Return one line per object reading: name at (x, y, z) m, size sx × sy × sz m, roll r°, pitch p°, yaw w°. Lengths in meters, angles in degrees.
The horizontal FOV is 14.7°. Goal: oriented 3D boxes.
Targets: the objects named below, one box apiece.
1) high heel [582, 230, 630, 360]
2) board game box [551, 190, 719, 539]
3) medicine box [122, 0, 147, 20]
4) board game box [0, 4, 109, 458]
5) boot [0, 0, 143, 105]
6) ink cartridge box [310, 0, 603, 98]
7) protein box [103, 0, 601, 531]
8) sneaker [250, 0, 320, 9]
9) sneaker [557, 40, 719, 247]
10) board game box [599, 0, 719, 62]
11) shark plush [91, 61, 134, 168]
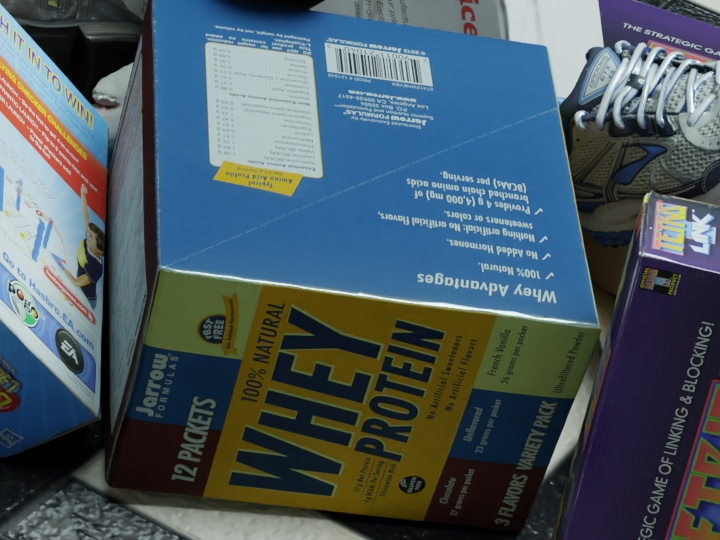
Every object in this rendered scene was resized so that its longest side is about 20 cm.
high heel at (0.117, 0.011, 1.389) m, size 0.200 × 0.071 × 0.142 m, roll 43°, pitch 37°, yaw 25°
board game box at (0.178, 0.077, 1.195) m, size 0.165 × 0.200 × 0.057 m, roll 11°, pitch 34°, yaw 1°
medicine box at (-0.055, -0.211, 1.646) m, size 0.182 × 0.103 × 0.200 m, roll -7°, pitch 38°, yaw -27°
board game box at (-0.192, -0.051, 1.255) m, size 0.056 × 0.200 × 0.196 m, roll -24°, pitch 41°, yaw 19°
boot at (-0.200, -0.145, 1.476) m, size 0.200 × 0.069 × 0.174 m, roll 7°, pitch 30°, yaw -29°
ink cartridge box at (0.024, -0.140, 1.456) m, size 0.200 × 0.145 × 0.084 m, roll 12°, pitch 31°, yaw 39°
protein box at (-0.012, -0.006, 1.289) m, size 0.198 × 0.135 × 0.200 m, roll 7°, pitch 41°, yaw -12°
sneaker at (-0.052, -0.192, 1.374) m, size 0.084 × 0.121 × 0.200 m, roll 14°, pitch -7°, yaw -20°
sneaker at (0.137, -0.068, 1.308) m, size 0.085 × 0.200 × 0.077 m, roll 42°, pitch 63°, yaw -12°
board game box at (0.200, -0.072, 1.548) m, size 0.200 × 0.057 × 0.165 m, roll 19°, pitch 34°, yaw 10°
shark plush at (-0.043, -0.062, 1.418) m, size 0.200 × 0.083 × 0.091 m, roll 20°, pitch 4°, yaw -24°
